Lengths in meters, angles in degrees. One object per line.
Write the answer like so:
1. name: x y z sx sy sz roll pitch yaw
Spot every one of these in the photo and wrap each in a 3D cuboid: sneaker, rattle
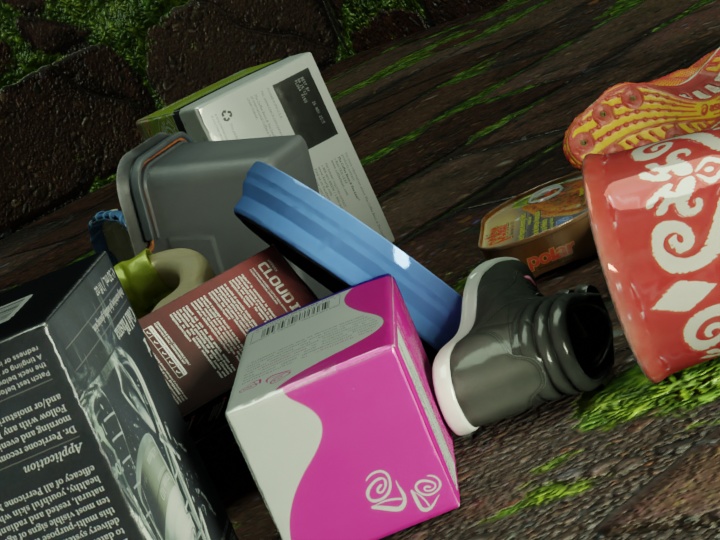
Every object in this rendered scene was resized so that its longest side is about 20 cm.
1. sneaker: 0.113 0.036 1.271 0.099 0.071 0.200 -17 16 20
2. rattle: -0.133 0.071 1.563 0.130 0.143 0.200 -27 25 -29
3. sneaker: 0.238 -0.115 1.560 0.199 0.073 0.077 -24 -13 -20

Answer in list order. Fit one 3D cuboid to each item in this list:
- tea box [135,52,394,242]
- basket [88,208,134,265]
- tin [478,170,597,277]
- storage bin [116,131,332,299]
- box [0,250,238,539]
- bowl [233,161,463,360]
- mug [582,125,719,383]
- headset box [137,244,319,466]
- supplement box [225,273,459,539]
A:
1. tea box: -0.095 -0.088 2.004 0.133 0.201 0.197 -28 9 -20
2. basket: -0.217 0.012 1.934 0.199 0.140 0.176 -18 7 -18
3. tin: 0.150 -0.035 1.632 0.112 0.042 0.200 -18 11 9
4. storage bin: -0.103 -0.019 1.718 0.134 0.201 0.146 -9 15 23
5. box: -0.162 0.115 1.100 0.124 0.197 0.200 -22 10 6
6. bowl: 0.000 0.000 1.382 0.039 0.200 0.201 -55 14 -4
7. mug: 0.237 -0.044 1.159 0.199 0.134 0.178 -17 42 15
8. headset box: -0.115 0.078 1.378 0.200 0.077 0.149 -32 -15 -30
9. supplement box: -0.009 0.082 1.197 0.101 0.104 0.200 -22 9 5
